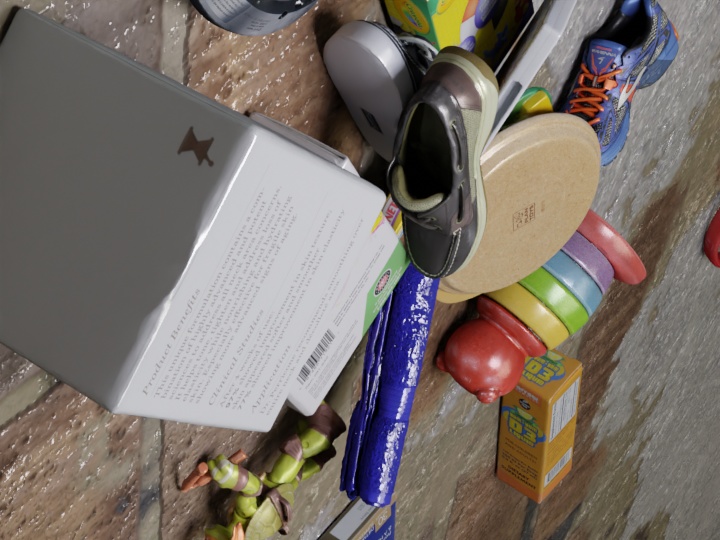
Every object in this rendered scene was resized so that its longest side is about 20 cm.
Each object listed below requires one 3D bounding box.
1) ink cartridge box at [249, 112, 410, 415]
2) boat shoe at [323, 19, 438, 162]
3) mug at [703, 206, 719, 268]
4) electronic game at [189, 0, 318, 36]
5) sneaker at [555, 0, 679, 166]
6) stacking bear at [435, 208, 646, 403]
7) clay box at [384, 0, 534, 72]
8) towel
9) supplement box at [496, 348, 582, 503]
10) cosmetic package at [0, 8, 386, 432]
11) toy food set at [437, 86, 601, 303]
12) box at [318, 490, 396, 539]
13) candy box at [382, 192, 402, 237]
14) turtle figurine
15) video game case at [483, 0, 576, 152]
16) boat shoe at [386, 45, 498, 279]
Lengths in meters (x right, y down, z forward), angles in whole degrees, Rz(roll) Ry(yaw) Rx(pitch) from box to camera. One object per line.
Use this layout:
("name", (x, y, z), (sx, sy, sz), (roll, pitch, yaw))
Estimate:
("ink cartridge box", (-0.054, -0.001, 1.347), (0.145, 0.084, 0.200), (-57, 157, -9))
("boat shoe", (0.028, -0.138, 1.374), (0.068, 0.072, 0.200), (-52, 158, -10))
("mug", (0.528, -0.083, 2.409), (0.178, 0.133, 0.200), (-49, 151, -30))
("electronic game", (-0.046, -0.238, 1.145), (0.200, 0.042, 0.200), (-40, 141, -42))
("sneaker", (0.221, -0.175, 1.754), (0.200, 0.075, 0.078), (-59, 148, -22))
("stacking bear", (0.158, 0.034, 1.808), (0.200, 0.121, 0.114), (-50, 158, -6))
("clay box", (0.073, -0.209, 1.416), (0.115, 0.048, 0.200), (-57, 158, -15))
("towel", (0.019, 0.084, 1.560), (0.148, 0.049, 0.200), (-131, -126, -86))
("supplement box", (0.191, 0.162, 2.068), (0.069, 0.066, 0.200), (-42, 150, -31))
("cosmetic package", (-0.119, -0.022, 1.086), (0.168, 0.166, 0.200), (-62, 158, 2))
("toy food set", (0.129, -0.060, 1.659), (0.198, 0.049, 0.200), (-38, 145, -5))
("box", (-0.012, 0.304, 1.854), (0.121, 0.032, 0.200), (-45, 154, -33))
("candy box", (0.000, 0.000, 1.497), (0.200, 0.026, 0.102), (-58, 175, -7))
("turtle figurine", (-0.076, 0.175, 1.529), (0.161, 0.064, 0.200), (-48, 154, -29))
("video game case", (0.116, -0.146, 1.478), (0.200, 0.017, 0.143), (-57, -176, 40))
("boat shoe", (0.049, -0.065, 1.344), (0.066, 0.072, 0.201), (-38, 151, -34))
